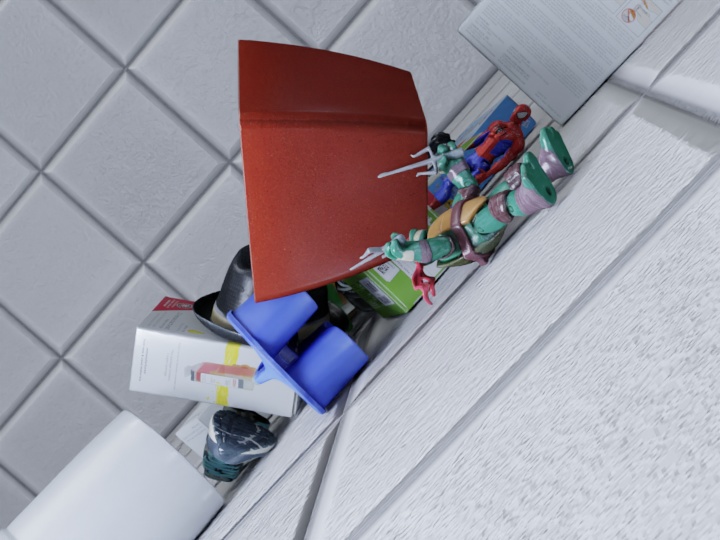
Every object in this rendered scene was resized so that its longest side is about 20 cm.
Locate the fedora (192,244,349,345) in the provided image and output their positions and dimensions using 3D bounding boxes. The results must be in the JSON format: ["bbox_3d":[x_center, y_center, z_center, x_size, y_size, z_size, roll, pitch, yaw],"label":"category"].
[{"bbox_3d":[-0.100,0.021,1.459,0.201,0.200,0.092,-60,-19,-71],"label":"fedora"}]

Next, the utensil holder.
[{"bbox_3d":[-0.274,0.279,1.351,0.200,0.170,0.170,-48,4,-17],"label":"utensil holder"}]

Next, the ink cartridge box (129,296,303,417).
[{"bbox_3d":[-0.162,0.102,1.484,0.145,0.199,0.084,-68,-12,-76],"label":"ink cartridge box"}]

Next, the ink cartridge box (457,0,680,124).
[{"bbox_3d":[0.230,-0.286,1.339,0.200,0.160,0.047,-47,5,17],"label":"ink cartridge box"}]

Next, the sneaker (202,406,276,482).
[{"bbox_3d":[-0.148,0.213,1.430,0.086,0.077,0.200,-64,0,0],"label":"sneaker"}]

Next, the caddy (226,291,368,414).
[{"bbox_3d":[-0.074,0.081,1.278,0.105,0.141,0.200,-43,3,-4],"label":"caddy"}]

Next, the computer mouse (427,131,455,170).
[{"bbox_3d":[0.042,-0.107,1.621,0.200,0.044,0.110,-45,5,-3],"label":"computer mouse"}]

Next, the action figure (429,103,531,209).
[{"bbox_3d":[0.139,-0.125,1.500,0.200,0.065,0.052,-48,-39,4],"label":"action figure"}]

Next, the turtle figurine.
[{"bbox_3d":[0.089,-0.052,1.089,0.200,0.101,0.150,-26,33,34],"label":"turtle figurine"}]

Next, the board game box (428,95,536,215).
[{"bbox_3d":[0.127,-0.124,1.656,0.200,0.056,0.196,-49,4,-14],"label":"board game box"}]

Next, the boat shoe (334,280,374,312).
[{"bbox_3d":[0.000,0.000,1.481,0.200,0.072,0.071,49,-136,-65],"label":"boat shoe"}]

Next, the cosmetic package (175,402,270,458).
[{"bbox_3d":[-0.158,0.173,1.718,0.200,0.081,0.113,-50,6,-32],"label":"cosmetic package"}]

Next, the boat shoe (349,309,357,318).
[{"bbox_3d":[-0.007,0.009,1.737,0.200,0.070,0.070,-48,-1,-19],"label":"boat shoe"}]

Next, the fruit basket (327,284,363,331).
[{"bbox_3d":[-0.040,0.021,1.652,0.185,0.094,0.200,9,37,46],"label":"fruit basket"}]

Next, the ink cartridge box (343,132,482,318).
[{"bbox_3d":[0.076,-0.048,1.352,0.200,0.076,0.148,-47,4,-9],"label":"ink cartridge box"}]

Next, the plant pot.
[{"bbox_3d":[-0.027,-0.106,1.211,0.200,0.176,0.200,-99,7,-58],"label":"plant pot"}]
